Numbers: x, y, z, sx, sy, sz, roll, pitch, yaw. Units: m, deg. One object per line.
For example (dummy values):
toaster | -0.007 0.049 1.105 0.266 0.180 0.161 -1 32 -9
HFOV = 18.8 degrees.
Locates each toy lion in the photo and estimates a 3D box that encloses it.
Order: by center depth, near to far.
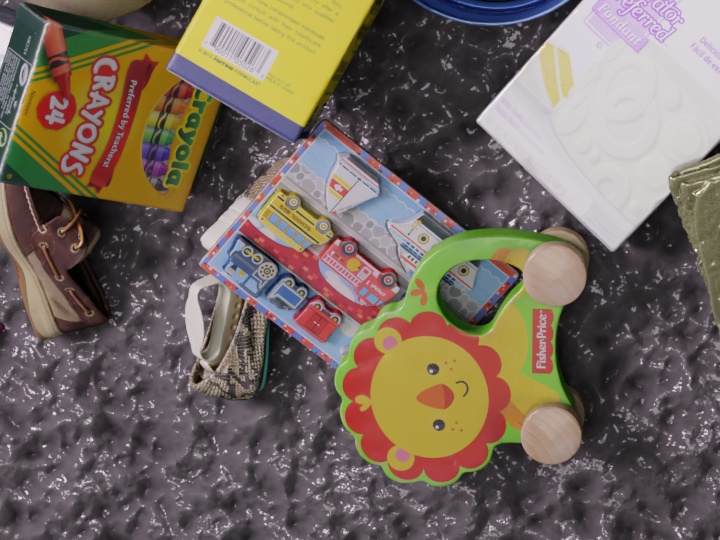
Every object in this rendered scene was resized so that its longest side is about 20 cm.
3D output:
toy lion | 0.076 0.067 1.658 0.190 0.069 0.201 3 106 7

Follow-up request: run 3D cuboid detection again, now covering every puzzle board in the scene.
puzzle board | 0.000 0.000 1.666 0.200 0.017 0.151 37 106 -18

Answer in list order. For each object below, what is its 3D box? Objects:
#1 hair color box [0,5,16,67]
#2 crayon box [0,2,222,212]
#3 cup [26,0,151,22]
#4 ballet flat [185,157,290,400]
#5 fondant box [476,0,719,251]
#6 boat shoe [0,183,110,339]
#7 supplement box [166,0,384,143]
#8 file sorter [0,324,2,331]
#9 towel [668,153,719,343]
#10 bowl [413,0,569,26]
hair color box | -0.266 -0.145 1.725 0.199 0.061 0.100 22 106 9
crayon box | -0.179 -0.118 1.643 0.051 0.199 0.128 36 112 47
cup | -0.209 -0.272 1.634 0.199 0.201 0.144 -5 125 16
ballet flat | -0.096 0.008 1.699 0.075 0.068 0.201 4 109 -29
fondant box | 0.204 -0.137 1.603 0.144 0.058 0.200 43 107 3
boat shoe | -0.239 -0.030 1.711 0.071 0.072 0.201 -6 128 5
supplement box | -0.040 -0.204 1.564 0.109 0.109 0.201 30 96 0
file sorter | -0.418 0.097 1.780 0.139 0.125 0.201 35 108 6
towel | 0.319 -0.007 1.590 0.147 0.037 0.201 -16 111 14
bowl | 0.098 -0.283 1.612 0.199 0.039 0.202 3 102 14
